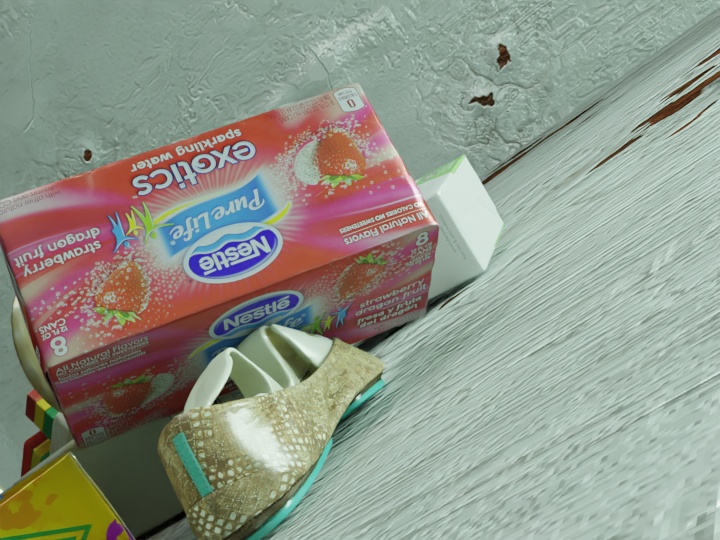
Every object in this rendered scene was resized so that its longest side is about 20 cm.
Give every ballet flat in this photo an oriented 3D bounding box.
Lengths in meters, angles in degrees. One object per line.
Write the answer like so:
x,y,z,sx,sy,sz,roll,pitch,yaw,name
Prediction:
-0.036,0.058,0.524,0.070,0.065,0.200,-36,2,14,ballet flat

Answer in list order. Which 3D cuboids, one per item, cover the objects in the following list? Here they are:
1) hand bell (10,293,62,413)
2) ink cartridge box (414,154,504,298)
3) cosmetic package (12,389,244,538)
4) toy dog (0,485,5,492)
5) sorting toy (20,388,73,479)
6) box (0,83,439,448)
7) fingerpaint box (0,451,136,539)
-0.103,0.015,0.702,0.200,0.104,0.104,-20,9,25,hand bell
0.000,0.000,0.854,0.200,0.067,0.117,-28,10,22,ink cartridge box
-0.113,0.102,0.705,0.200,0.073,0.104,-33,2,36,cosmetic package
-0.326,0.253,0.933,0.132,0.096,0.200,-40,-11,-27,toy dog
-0.228,0.127,1.078,0.199,0.070,0.200,-37,-21,-39,sorting toy
-0.071,-0.004,0.583,0.199,0.100,0.096,-20,-28,-15,box
-0.216,0.181,0.590,0.167,0.073,0.200,-37,2,-29,fingerpaint box
